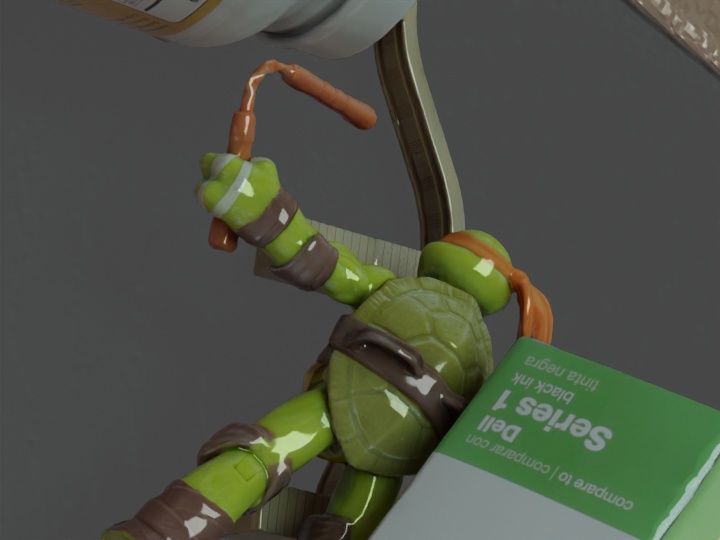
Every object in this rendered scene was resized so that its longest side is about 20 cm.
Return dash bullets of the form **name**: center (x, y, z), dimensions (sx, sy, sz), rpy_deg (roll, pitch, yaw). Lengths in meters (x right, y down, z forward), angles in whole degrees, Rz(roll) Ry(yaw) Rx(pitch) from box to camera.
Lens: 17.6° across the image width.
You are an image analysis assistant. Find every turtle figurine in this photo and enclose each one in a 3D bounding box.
- **turtle figurine**: center (0.009, 0.048, 0.693), dimensions (0.200, 0.064, 0.161), rpy_deg (48, 65, -27)

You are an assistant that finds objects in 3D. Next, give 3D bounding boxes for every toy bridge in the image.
- **toy bridge**: center (0.000, 0.000, 0.755), dimensions (0.067, 0.027, 0.201), rpy_deg (15, 72, -29)

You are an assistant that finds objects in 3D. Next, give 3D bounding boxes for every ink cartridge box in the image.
- **ink cartridge box**: center (0.039, 0.144, 0.657), dimensions (0.200, 0.084, 0.146), rpy_deg (-50, 139, -22)

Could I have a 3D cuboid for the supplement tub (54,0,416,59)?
- **supplement tub**: center (-0.075, -0.149, 0.672), dimensions (0.200, 0.145, 0.145), rpy_deg (17, 70, -28)
